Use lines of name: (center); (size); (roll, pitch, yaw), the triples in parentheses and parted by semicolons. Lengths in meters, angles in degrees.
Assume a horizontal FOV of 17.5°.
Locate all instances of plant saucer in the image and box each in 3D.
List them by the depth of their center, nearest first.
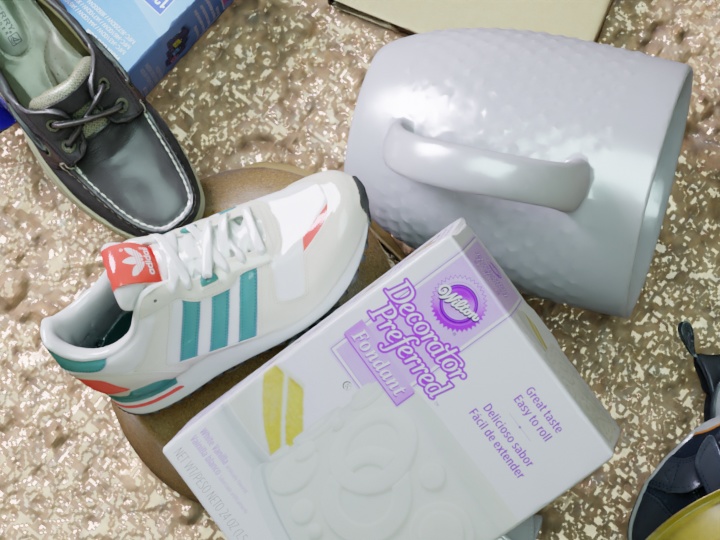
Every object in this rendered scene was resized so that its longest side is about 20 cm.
plant saucer: (-0.072, 0.039, 1.339); (0.199, 0.035, 0.201); (-2, 85, 26)

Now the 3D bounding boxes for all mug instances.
mug: (0.080, -0.062, 1.303); (0.174, 0.200, 0.149); (15, 100, 11)

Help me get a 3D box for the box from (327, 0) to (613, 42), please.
box: (0.090, -0.223, 1.414); (0.163, 0.021, 0.201); (22, 84, 6)

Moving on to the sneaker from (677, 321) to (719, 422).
sneaker: (0.248, 0.056, 1.335); (0.139, 0.078, 0.201); (31, 84, 6)

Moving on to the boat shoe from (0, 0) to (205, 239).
boat shoe: (-0.165, -0.097, 1.314); (0.072, 0.066, 0.201); (-39, 87, -4)

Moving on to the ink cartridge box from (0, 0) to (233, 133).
ink cartridge box: (-0.176, -0.156, 1.393); (0.136, 0.076, 0.200); (41, 87, 8)

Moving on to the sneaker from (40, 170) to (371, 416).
sneaker: (-0.087, 0.006, 1.269); (0.199, 0.093, 0.071); (-34, 53, 21)

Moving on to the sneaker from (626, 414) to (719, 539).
sneaker: (0.227, 0.102, 1.266); (0.200, 0.079, 0.079); (-39, 84, 7)

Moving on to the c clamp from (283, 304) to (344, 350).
c clamp: (0.034, 0.116, 1.285); (0.170, 0.027, 0.201); (-3, 98, 12)

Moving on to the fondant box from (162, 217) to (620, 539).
fondant box: (0.016, 0.090, 1.241); (0.200, 0.058, 0.145); (-37, 91, 14)

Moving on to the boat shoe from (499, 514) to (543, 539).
boat shoe: (0.079, 0.163, 1.332); (0.200, 0.072, 0.069); (44, 83, 9)

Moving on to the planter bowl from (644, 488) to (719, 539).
planter bowl: (0.242, 0.195, 1.247); (0.199, 0.201, 0.084); (-10, 48, 2)

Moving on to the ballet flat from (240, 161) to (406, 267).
ballet flat: (0.000, 0.000, 1.365); (0.200, 0.063, 0.069); (39, 85, 8)
